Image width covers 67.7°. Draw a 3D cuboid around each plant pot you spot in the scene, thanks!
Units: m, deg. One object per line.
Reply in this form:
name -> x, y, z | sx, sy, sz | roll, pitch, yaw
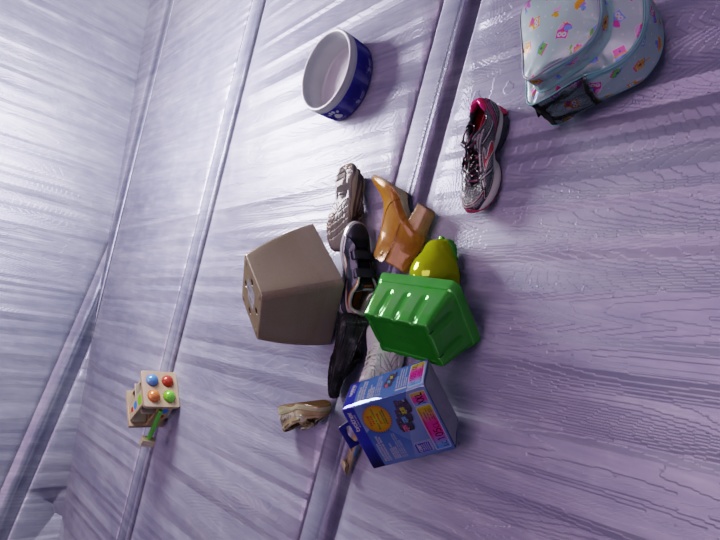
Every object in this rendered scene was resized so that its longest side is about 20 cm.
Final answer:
plant pot -> -0.166, 0.046, 1.209 | 0.202, 0.171, 0.204 | 58, 147, 39

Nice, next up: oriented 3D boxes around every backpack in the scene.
backpack -> 0.341, -0.347, 0.810 | 0.195, 0.151, 0.183 | -12, 66, 38

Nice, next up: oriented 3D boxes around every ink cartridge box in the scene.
ink cartridge box -> 0.058, 0.259, 0.944 | 0.195, 0.077, 0.139 | -22, 107, 25

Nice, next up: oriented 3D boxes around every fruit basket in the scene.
fruit basket -> 0.127, 0.050, 0.985 | 0.209, 0.159, 0.218 | -22, 27, 12

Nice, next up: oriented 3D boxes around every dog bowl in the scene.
dog bowl -> -0.062, -0.488, 1.346 | 0.196, 0.077, 0.208 | -16, 69, 46

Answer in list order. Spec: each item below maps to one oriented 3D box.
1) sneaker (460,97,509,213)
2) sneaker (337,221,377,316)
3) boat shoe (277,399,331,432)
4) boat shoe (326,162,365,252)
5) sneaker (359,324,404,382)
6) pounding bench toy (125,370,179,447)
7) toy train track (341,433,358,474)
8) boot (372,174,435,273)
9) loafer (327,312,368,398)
sneaker -> 0.210, -0.207, 0.975 | 0.079, 0.073, 0.208 | 4, 84, 48
sneaker -> 0.000, 0.000, 1.158 | 0.078, 0.076, 0.209 | 13, 101, 53
boat shoe -> -0.126, 0.333, 1.226 | 0.198, 0.071, 0.065 | -25, 68, 54
boat shoe -> -0.023, -0.139, 1.221 | 0.073, 0.072, 0.208 | 2, 77, 44
sneaker -> 0.036, 0.194, 1.050 | 0.077, 0.097, 0.206 | -35, 56, 38
pounding bench toy -> -0.678, 0.455, 1.769 | 0.156, 0.122, 0.205 | -44, 51, 31
toy train track -> -0.012, 0.324, 1.105 | 0.115, 0.031, 0.207 | 41, 118, 62
boot -> 0.058, -0.098, 1.118 | 0.201, 0.070, 0.147 | 42, 109, 39
loafer -> -0.029, 0.188, 1.149 | 0.069, 0.068, 0.207 | -98, 20, -67
